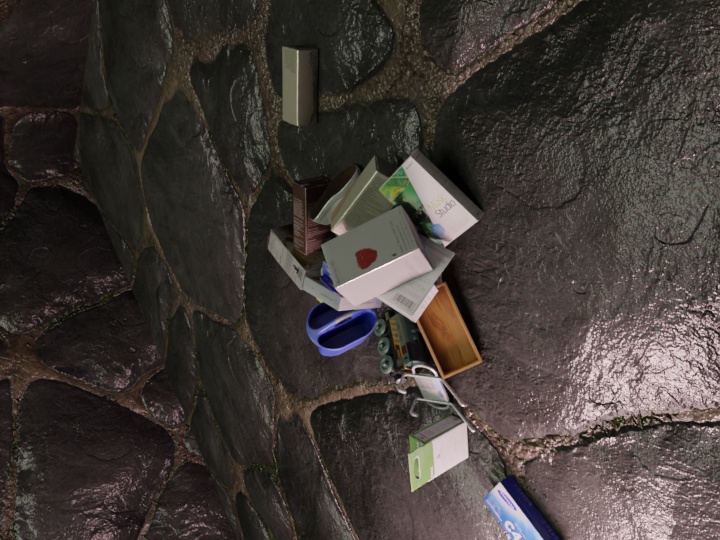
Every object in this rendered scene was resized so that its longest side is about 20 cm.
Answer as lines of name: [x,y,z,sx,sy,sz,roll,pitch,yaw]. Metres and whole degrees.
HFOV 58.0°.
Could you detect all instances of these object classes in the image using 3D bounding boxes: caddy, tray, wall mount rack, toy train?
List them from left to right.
caddy: [-0.053,0.143,1.765,0.142,0.200,0.105,58,159,16]
toy train: [0.102,0.179,1.627,0.114,0.085,0.200,-38,47,36]
wall mount rack: [0.187,0.309,1.550,0.173,0.075,0.200,4,141,29]
tray: [0.191,0.136,1.486,0.037,0.098,0.200,-9,-106,-86]

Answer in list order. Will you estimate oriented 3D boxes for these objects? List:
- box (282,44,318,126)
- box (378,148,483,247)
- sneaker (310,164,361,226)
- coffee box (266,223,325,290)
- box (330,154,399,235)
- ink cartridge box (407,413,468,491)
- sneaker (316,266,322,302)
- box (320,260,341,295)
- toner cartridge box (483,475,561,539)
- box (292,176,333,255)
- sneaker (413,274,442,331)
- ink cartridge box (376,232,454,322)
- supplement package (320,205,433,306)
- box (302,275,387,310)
box: [-0.162,-0.496,1.745,0.082,0.068,0.200,33,129,43]
box: [0.151,-0.151,1.419,0.200,0.036,0.144,44,142,-3]
sneaker: [-0.047,-0.197,1.730,0.200,0.085,0.073,-46,38,31]
coffee box: [-0.174,-0.046,1.912,0.200,0.114,0.080,48,138,33]
box: [0.018,-0.165,1.552,0.200,0.095,0.078,-49,27,30]
ink cartridge box: [0.172,0.435,1.563,0.059,0.200,0.104,15,115,49]
sneaker: [-0.068,0.037,1.850,0.081,0.074,0.200,43,143,27]
box: [0.000,0.000,1.616,0.119,0.200,0.042,39,133,38]
toner cartridge box: [0.375,0.580,1.484,0.200,0.043,0.095,52,139,28]
box: [-0.132,-0.154,1.820,0.075,0.100,0.200,32,128,43]
sneaker: [0.143,0.052,1.538,0.078,0.089,0.200,-5,98,54]
ink cartridge box: [0.095,-0.005,1.485,0.200,0.174,0.044,32,171,31]
supplement package: [0.036,-0.029,1.425,0.120,0.200,0.121,46,-160,-59]
box: [-0.022,0.053,1.667,0.156,0.200,0.041,27,110,45]
